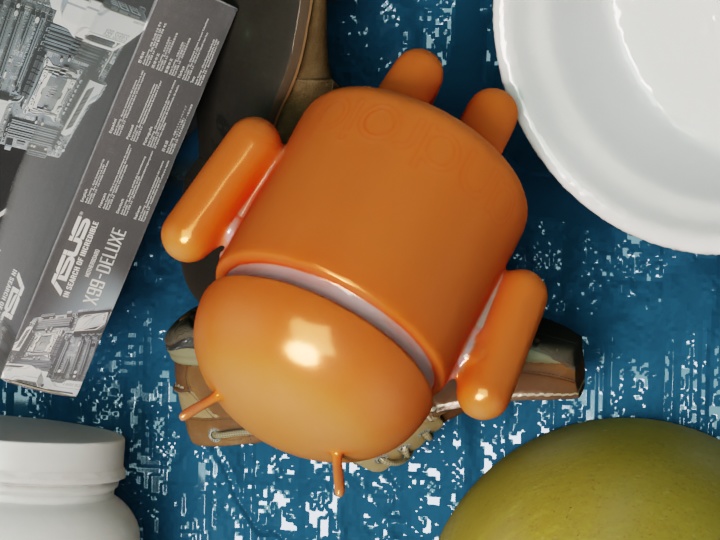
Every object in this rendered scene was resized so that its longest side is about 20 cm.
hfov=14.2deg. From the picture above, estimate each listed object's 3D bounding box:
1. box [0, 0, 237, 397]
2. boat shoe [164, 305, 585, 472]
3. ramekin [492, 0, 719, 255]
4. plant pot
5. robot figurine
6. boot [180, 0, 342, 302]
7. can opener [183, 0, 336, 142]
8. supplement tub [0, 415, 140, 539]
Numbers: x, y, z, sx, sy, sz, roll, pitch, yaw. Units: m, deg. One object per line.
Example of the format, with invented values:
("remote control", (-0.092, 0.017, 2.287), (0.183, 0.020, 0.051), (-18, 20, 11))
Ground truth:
("box", (-0.155, -0.060, 1.369), (0.158, 0.050, 0.200), (30, 98, 47))
("boat shoe", (0.007, 0.055, 1.373), (0.200, 0.076, 0.074), (1, 102, 14))
("ramekin", (0.169, -0.116, 1.292), (0.200, 0.098, 0.201), (9, 110, 27))
("plant pot", (0.114, 0.172, 1.313), (0.200, 0.142, 0.200), (0, 92, 11))
("robot figurine", (-0.002, -0.001, 1.281), (0.117, 0.144, 0.200), (0, 54, 47))
("boot", (-0.033, -0.080, 1.354), (0.074, 0.075, 0.200), (38, 127, 48))
("can opener", (-0.053, -0.125, 1.375), (0.053, 0.067, 0.200), (37, 100, -26))
("supplement tub", (-0.180, 0.173, 1.371), (0.145, 0.145, 0.200), (5, 92, 11))
